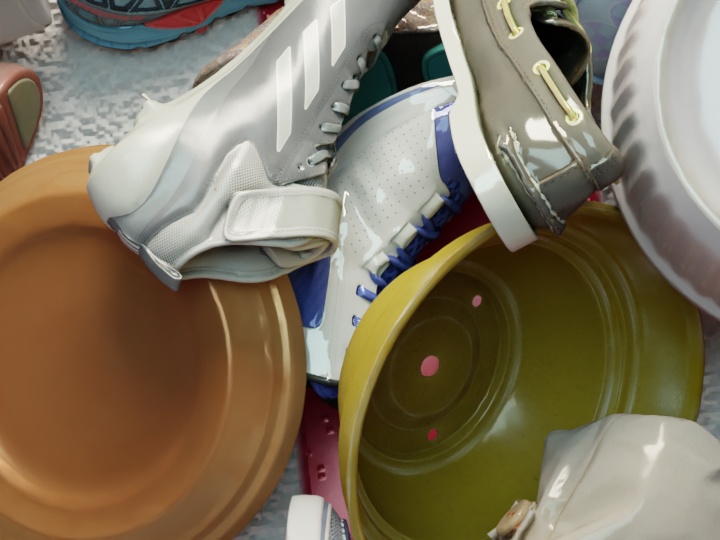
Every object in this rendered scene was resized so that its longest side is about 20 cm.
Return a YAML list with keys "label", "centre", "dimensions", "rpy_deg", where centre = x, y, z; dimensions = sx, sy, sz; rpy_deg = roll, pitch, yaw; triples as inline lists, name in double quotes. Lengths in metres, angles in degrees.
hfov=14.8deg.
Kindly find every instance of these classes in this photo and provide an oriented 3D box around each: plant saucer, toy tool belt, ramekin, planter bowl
- label: "plant saucer"
  centre: [-0.121, 0.043, 1.255]
  dimensions: [0.199, 0.037, 0.201]
  rpy_deg: [0, 90, 24]
- label: "toy tool belt"
  centre: [0.136, 0.163, 1.170]
  dimensions: [0.200, 0.125, 0.123]
  rpy_deg: [43, 61, -14]
- label: "ramekin"
  centre: [0.197, -0.069, 1.127]
  dimensions: [0.199, 0.105, 0.201]
  rpy_deg: [-1, 83, 5]
- label: "planter bowl"
  centre: [0.051, 0.054, 1.222]
  dimensions: [0.201, 0.200, 0.083]
  rpy_deg: [-53, 41, -10]

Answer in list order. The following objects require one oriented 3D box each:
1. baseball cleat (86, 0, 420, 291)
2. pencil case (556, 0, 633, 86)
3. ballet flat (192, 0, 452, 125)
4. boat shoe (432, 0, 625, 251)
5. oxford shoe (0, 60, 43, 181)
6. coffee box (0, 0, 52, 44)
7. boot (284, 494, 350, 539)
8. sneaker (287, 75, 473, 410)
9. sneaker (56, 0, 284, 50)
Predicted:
- label: "baseball cleat"
  centre: [-0.024, -0.064, 1.224]
  dimensions: [0.200, 0.070, 0.107]
  rpy_deg: [-39, 78, -16]
- label: "pencil case"
  centre: [0.129, -0.179, 1.277]
  dimensions: [0.090, 0.083, 0.201]
  rpy_deg: [0, 53, 0]
- label: "ballet flat"
  centre: [0.017, -0.113, 1.318]
  dimensions: [0.199, 0.068, 0.067]
  rpy_deg: [-7, 53, -1]
- label: "boat shoe"
  centre: [0.071, -0.083, 1.168]
  dimensions: [0.060, 0.072, 0.202]
  rpy_deg: [-26, 31, 13]
- label: "oxford shoe"
  centre: [-0.229, -0.020, 1.314]
  dimensions: [0.074, 0.071, 0.200]
  rpy_deg: [23, 69, 21]
- label: "coffee box"
  centre: [-0.277, -0.213, 1.282]
  dimensions: [0.199, 0.200, 0.198]
  rpy_deg: [-18, 58, 1]
- label: "boot"
  centre: [0.010, 0.190, 1.208]
  dimensions: [0.090, 0.073, 0.201]
  rpy_deg: [0, 57, -3]
- label: "sneaker"
  centre: [-0.001, 0.000, 1.278]
  dimensions: [0.199, 0.081, 0.116]
  rpy_deg: [-28, 76, 5]
- label: "sneaker"
  centre: [-0.055, -0.168, 1.317]
  dimensions: [0.199, 0.096, 0.080]
  rpy_deg: [-25, 73, -1]
